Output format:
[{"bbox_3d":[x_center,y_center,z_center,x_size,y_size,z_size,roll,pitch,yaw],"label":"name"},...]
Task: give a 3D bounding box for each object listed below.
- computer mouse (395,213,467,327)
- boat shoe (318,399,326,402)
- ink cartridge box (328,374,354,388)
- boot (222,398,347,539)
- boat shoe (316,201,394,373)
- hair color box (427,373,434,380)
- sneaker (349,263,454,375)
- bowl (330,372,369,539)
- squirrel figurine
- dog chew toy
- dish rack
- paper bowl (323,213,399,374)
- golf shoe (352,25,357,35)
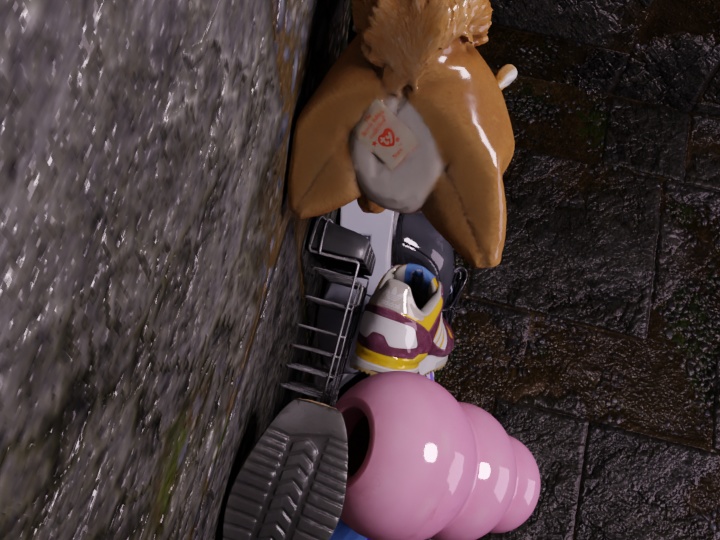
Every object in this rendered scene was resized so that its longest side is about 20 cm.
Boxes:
[{"bbox_3d":[0.089,-0.013,0.931,0.202,0.045,0.142,67,28,-44],"label":"computer mouse"},{"bbox_3d":[-0.041,0.230,0.962,0.061,0.074,0.203,98,-5,-53],"label":"boat shoe"},{"bbox_3d":[0.033,0.141,1.219,0.200,0.043,0.175,-42,160,-22],"label":"ink cartridge box"},{"bbox_3d":[-0.065,0.189,0.628,0.138,0.076,0.204,153,-44,-84],"label":"boot"},{"bbox_3d":[0.000,0.000,0.865,0.068,0.070,0.204,-35,131,-81],"label":"boat shoe"},{"bbox_3d":[0.032,0.196,0.954,0.110,0.063,0.203,-90,-171,-53],"label":"hair color box"},{"bbox_3d":[0.051,0.038,0.765,0.200,0.074,0.092,-27,135,-74],"label":"sneaker"},{"bbox_3d":[-0.020,0.184,0.795,0.202,0.039,0.201,-53,-165,20],"label":"bowl"},{"bbox_3d":[0.050,-0.129,0.564,0.187,0.139,0.204,-48,142,-57],"label":"squirrel figurine"},{"bbox_3d":[0.064,0.154,0.668,0.124,0.198,0.127,-29,-129,42],"label":"dog chew toy"},{"bbox_3d":[-0.031,0.064,0.738,0.153,0.054,0.204,52,52,-82],"label":"dish rack"},{"bbox_3d":[0.026,0.026,1.019,0.201,0.102,0.205,12,90,-85],"label":"paper bowl"},{"bbox_3d":[0.037,-0.144,0.724,0.201,0.095,0.079,98,5,-58],"label":"golf shoe"}]
